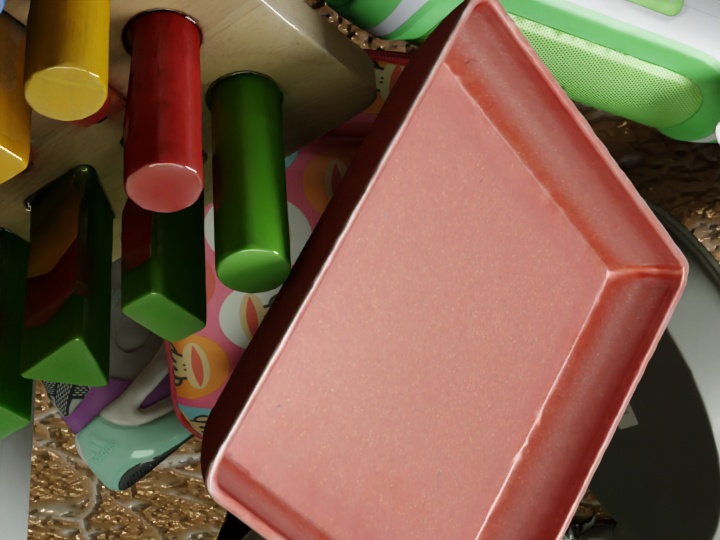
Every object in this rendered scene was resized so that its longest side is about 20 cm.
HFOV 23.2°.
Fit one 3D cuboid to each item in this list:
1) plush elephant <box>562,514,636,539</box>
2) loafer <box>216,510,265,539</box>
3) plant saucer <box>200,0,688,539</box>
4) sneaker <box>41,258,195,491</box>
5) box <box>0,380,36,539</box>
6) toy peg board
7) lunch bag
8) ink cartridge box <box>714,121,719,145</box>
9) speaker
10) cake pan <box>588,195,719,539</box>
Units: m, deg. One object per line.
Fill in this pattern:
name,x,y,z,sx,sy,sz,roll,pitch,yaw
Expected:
plush elephant,0.219,0.224,1.142,0.200,0.155,0.165,-12,142,9
loafer,-0.027,0.074,0.727,0.071,0.073,0.200,12,130,0
plant saucer,0.033,0.030,0.655,0.037,0.200,0.200,16,160,41
sneaker,-0.105,0.015,0.892,0.078,0.200,0.140,-39,87,25
box,-0.279,0.052,0.826,0.200,0.199,0.171,-17,142,16
toy peg board,-0.128,-0.039,0.597,0.200,0.098,0.199,-29,137,28
lunch bag,0.000,0.000,0.756,0.176,0.082,0.200,4,132,9
ink cartridge box,0.229,-0.052,0.807,0.162,0.050,0.200,-44,128,-12
speaker,0.086,-0.115,0.740,0.200,0.089,0.088,15,139,-24
cake pan,0.142,0.058,0.883,0.037,0.200,0.200,-22,147,-20
